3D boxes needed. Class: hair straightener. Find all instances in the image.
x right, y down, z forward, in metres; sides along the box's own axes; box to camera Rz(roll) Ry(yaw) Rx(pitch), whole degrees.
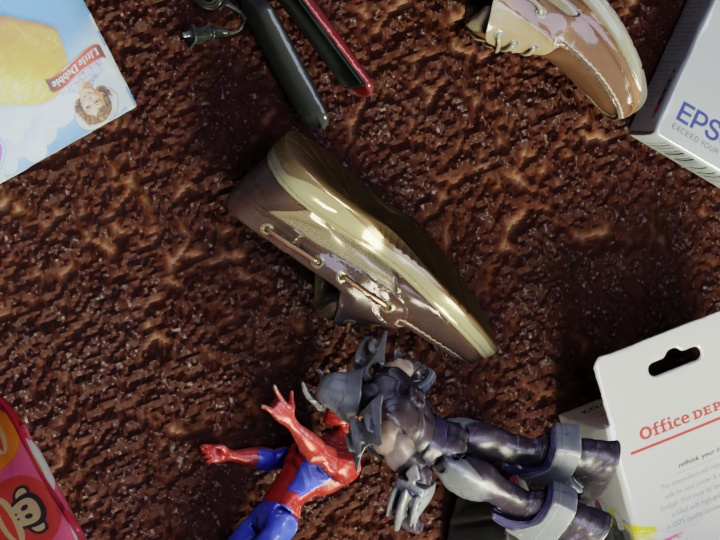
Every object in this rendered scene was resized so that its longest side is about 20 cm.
[{"bbox_3d":[-0.075,-0.164,1.704,0.077,0.041,0.200,-39,108,-18],"label":"hair straightener"}]

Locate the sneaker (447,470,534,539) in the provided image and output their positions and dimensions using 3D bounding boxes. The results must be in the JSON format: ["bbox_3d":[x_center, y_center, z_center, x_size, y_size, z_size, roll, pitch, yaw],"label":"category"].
[{"bbox_3d":[0.119,0.213,1.811,0.086,0.080,0.200,-22,102,-45],"label":"sneaker"}]

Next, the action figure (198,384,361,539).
[{"bbox_3d":[-0.072,0.140,1.711,0.099,0.065,0.200,44,76,-30],"label":"action figure"}]

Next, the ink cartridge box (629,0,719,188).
[{"bbox_3d":[0.294,-0.132,1.876,0.196,0.043,0.200,28,83,-23],"label":"ink cartridge box"}]

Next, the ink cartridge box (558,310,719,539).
[{"bbox_3d":[0.201,0.130,1.835,0.115,0.068,0.200,-19,102,-22],"label":"ink cartridge box"}]

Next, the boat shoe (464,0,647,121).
[{"bbox_3d":[0.094,-0.164,1.769,0.072,0.076,0.200,-43,100,-12],"label":"boat shoe"}]

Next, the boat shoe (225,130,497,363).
[{"bbox_3d":[0.000,0.000,1.744,0.072,0.072,0.200,-41,123,15],"label":"boat shoe"}]

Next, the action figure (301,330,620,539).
[{"bbox_3d":[0.053,0.108,1.707,0.200,0.069,0.130,25,43,-14],"label":"action figure"}]

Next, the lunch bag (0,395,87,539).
[{"bbox_3d":[-0.234,0.180,1.600,0.176,0.082,0.200,-27,77,-12],"label":"lunch bag"}]

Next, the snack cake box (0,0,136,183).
[{"bbox_3d":[-0.240,-0.094,1.619,0.200,0.067,0.115,-32,105,-19],"label":"snack cake box"}]
